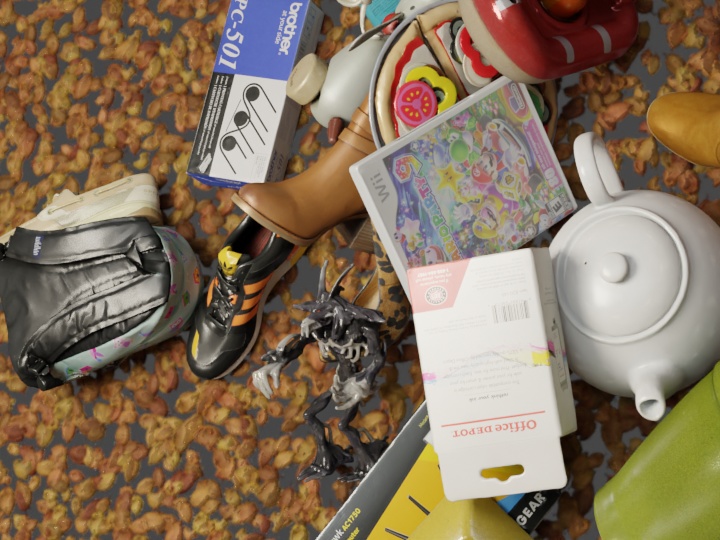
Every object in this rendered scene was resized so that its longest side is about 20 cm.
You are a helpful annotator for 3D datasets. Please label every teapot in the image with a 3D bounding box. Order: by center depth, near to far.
[{"bbox_3d":[0.236,0.008,1.440,0.199,0.146,0.199,30,89,28],"label":"teapot"}]

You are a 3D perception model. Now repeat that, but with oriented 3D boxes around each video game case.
[{"bbox_3d":[0.097,-0.074,1.493,0.199,0.018,0.144,-32,104,-26],"label":"video game case"}]

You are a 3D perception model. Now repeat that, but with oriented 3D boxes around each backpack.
[{"bbox_3d":[-0.261,0.020,1.669,0.198,0.126,0.169,-21,80,16],"label":"backpack"}]

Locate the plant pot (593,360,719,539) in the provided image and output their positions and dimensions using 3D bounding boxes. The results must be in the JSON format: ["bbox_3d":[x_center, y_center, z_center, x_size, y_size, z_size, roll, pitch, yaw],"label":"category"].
[{"bbox_3d":[0.302,0.186,1.350,0.192,0.200,0.202,-38,64,22],"label":"plant pot"}]

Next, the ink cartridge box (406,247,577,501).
[{"bbox_3d":[0.116,0.089,1.409,0.115,0.067,0.203,-9,88,20],"label":"ink cartridge box"}]

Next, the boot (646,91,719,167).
[{"bbox_3d":[0.329,-0.132,1.438,0.200,0.144,0.071,25,86,27],"label":"boot"}]

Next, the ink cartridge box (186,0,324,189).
[{"bbox_3d":[-0.108,-0.185,1.701,0.093,0.044,0.202,9,80,24],"label":"ink cartridge box"}]

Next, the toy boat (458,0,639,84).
[{"bbox_3d":[0.187,-0.255,1.494,0.131,0.199,0.131,61,142,10],"label":"toy boat"}]

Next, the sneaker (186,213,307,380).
[{"bbox_3d":[-0.126,0.011,1.630,0.070,0.090,0.201,31,89,27],"label":"sneaker"}]

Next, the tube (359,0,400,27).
[{"bbox_3d":[0.057,-0.229,1.642,0.077,0.050,0.201,-33,61,13],"label":"tube"}]

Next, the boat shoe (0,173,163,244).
[{"bbox_3d":[-0.302,-0.050,1.740,0.198,0.072,0.066,-17,61,16],"label":"boat shoe"}]

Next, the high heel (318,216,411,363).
[{"bbox_3d":[0.000,0.000,1.541,0.200,0.142,0.072,-40,36,19],"label":"high heel"}]

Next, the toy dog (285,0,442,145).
[{"bbox_3d":[0.010,-0.194,1.581,0.097,0.130,0.201,-96,25,-48],"label":"toy dog"}]

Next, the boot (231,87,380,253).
[{"bbox_3d":[-0.019,-0.103,1.543,0.074,0.199,0.156,44,115,38],"label":"boot"}]

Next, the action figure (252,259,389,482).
[{"bbox_3d":[-0.028,0.099,1.514,0.118,0.102,0.203,4,109,37],"label":"action figure"}]

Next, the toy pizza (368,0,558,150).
[{"bbox_3d":[0.102,-0.154,1.534,0.032,0.198,0.202,4,73,67],"label":"toy pizza"}]

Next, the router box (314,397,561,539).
[{"bbox_3d":[0.064,0.230,1.482,0.149,0.051,0.201,38,94,7],"label":"router box"}]

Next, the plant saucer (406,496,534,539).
[{"bbox_3d":[0.096,0.323,1.427,0.200,0.048,0.200,42,95,3],"label":"plant saucer"}]
